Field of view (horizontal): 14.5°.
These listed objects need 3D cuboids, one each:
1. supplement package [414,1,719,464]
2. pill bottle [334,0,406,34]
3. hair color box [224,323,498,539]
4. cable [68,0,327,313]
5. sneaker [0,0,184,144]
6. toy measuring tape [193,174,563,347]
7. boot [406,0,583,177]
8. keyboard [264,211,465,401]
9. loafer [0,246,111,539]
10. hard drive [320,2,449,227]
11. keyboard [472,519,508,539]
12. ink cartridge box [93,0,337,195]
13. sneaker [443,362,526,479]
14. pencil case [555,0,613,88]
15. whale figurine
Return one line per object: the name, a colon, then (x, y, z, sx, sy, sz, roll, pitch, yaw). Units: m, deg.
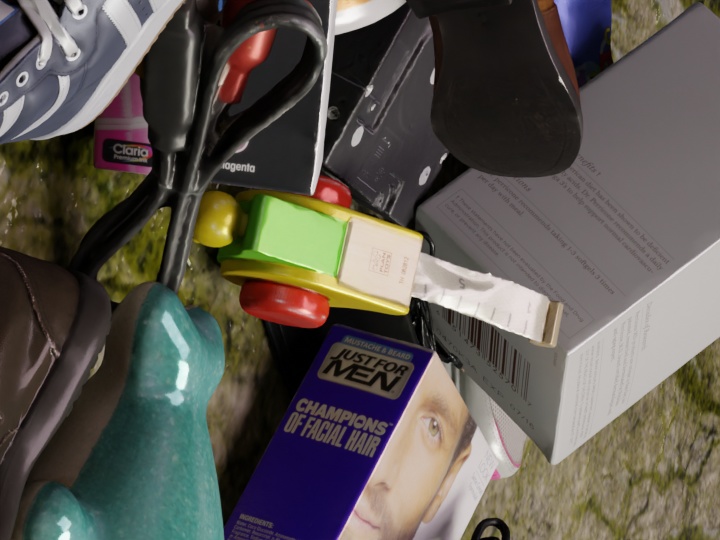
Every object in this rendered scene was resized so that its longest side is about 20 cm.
supplement package: (0.137, -0.020, 1.455, 0.200, 0.117, 0.118, -35, 154, -20)
pill bottle: (-0.037, -0.206, 1.180, 0.112, 0.112, 0.201, -46, 136, -50)
hair color box: (-0.015, 0.140, 1.336, 0.201, 0.064, 0.109, -63, 148, -23)
cable: (-0.066, -0.058, 1.142, 0.050, 0.096, 0.201, -79, 180, -52)
sneaker: (-0.106, -0.119, 1.033, 0.108, 0.070, 0.200, -23, 152, -55)
toy measuring tape: (0.000, 0.000, 1.310, 0.199, 0.073, 0.074, 18, 79, -33)
boot: (0.062, -0.163, 1.235, 0.189, 0.068, 0.201, 56, 36, -46)
keyboard: (0.003, 0.054, 1.425, 0.104, 0.040, 0.201, -39, 136, -24)
loafer: (-0.166, 0.074, 1.056, 0.071, 0.073, 0.201, 38, 59, -26)
hard drive: (0.038, -0.128, 1.351, 0.201, 0.038, 0.140, -61, 160, -1)
keyboard: (0.034, 0.184, 1.320, 0.200, 0.039, 0.105, -21, 124, -56)
ink cartridge box: (-0.054, -0.130, 1.139, 0.037, 0.094, 0.201, -80, 176, -64)
sneaker: (0.104, 0.022, 1.543, 0.081, 0.088, 0.201, 52, 51, -54)
pencil case: (0.092, -0.175, 1.483, 0.087, 0.078, 0.201, -31, 124, -50)
whale figurine: (-0.089, 0.110, 1.131, 0.159, 0.103, 0.201, 42, 68, -71)
